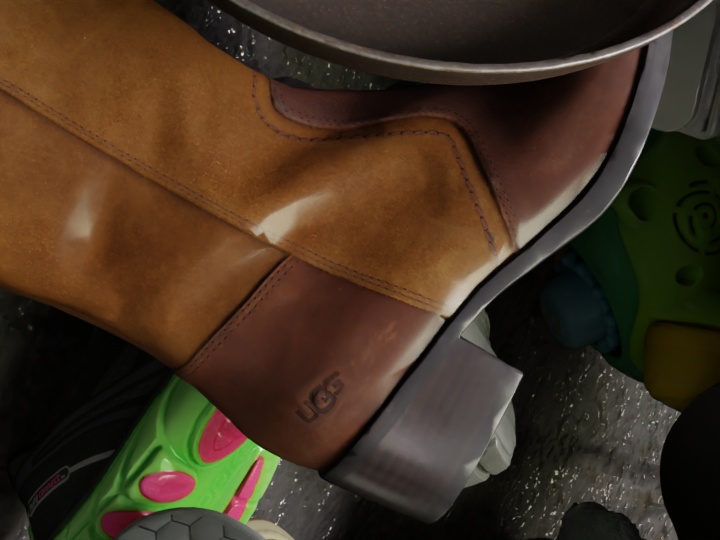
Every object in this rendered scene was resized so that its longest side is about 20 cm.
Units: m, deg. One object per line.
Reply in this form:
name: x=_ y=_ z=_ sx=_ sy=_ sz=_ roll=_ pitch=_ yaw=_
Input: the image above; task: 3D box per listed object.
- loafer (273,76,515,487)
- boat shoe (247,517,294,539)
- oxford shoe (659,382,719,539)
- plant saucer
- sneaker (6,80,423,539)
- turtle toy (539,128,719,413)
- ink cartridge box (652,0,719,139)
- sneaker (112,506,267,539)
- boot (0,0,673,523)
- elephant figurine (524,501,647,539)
loafer: x=0.000 y=0.000 z=0.940 sx=0.200 sy=0.070 sz=0.070 roll=62 pitch=17 yaw=-45
boat shoe: x=-0.024 y=0.168 z=0.975 sx=0.072 sy=0.072 sz=0.201 roll=-31 pitch=140 yaw=-19
oxford shoe: x=0.161 y=0.093 z=1.044 sx=0.071 sy=0.071 sz=0.200 roll=-28 pitch=149 yaw=-13
plant saucer: x=0.014 y=-0.121 z=0.755 sx=0.200 sy=0.200 sz=0.032 roll=-42 pitch=161 yaw=-37
sneaker: x=-0.039 y=0.011 z=0.837 sx=0.200 sy=0.084 sz=0.077 roll=-47 pitch=140 yaw=-4
turtle toy: x=0.134 y=-0.009 z=1.100 sx=0.200 sy=0.101 sz=0.147 roll=24 pitch=74 yaw=-62
ink cartridge box: x=0.114 y=-0.120 z=0.954 sx=0.200 sy=0.144 sz=0.084 roll=-19 pitch=125 yaw=-53
sneaker: x=0.004 y=0.175 z=0.790 sx=0.077 sy=0.202 sz=0.147 roll=-32 pitch=146 yaw=-18
boot: x=-0.027 y=-0.053 z=0.764 sx=0.189 sy=0.199 sz=0.068 roll=-61 pitch=-172 yaw=-4
elephant figurine: x=0.055 y=0.162 z=1.058 sx=0.155 sy=0.200 sz=0.142 roll=22 pitch=78 yaw=-29
